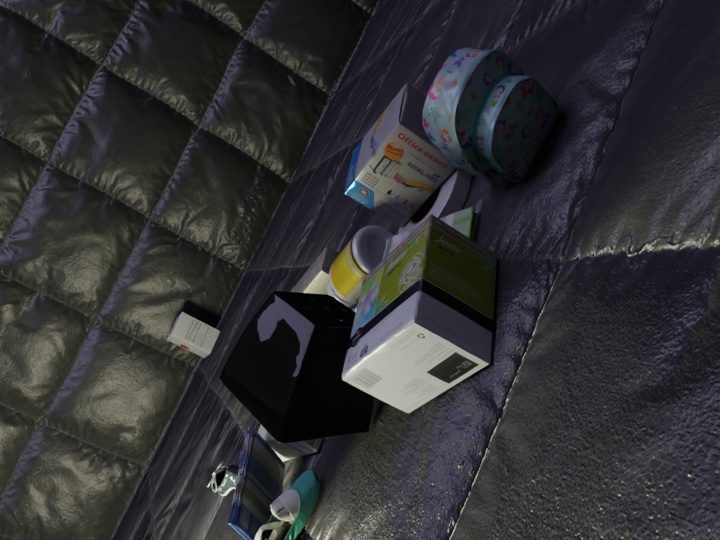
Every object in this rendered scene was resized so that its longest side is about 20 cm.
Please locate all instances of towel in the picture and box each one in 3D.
[{"bbox_3d":[-0.193,0.422,1.232,0.023,0.148,0.202,-17,40,17],"label":"towel"},{"bbox_3d":[0.114,-0.021,1.125,0.198,0.031,0.151,-18,44,40],"label":"towel"}]

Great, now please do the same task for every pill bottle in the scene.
[{"bbox_3d":[0.000,0.000,1.344,0.200,0.111,0.114,-47,21,54],"label":"pill bottle"}]

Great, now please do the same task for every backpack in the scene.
[{"bbox_3d":[0.199,-0.243,1.011,0.150,0.199,0.180,29,89,53],"label":"backpack"}]

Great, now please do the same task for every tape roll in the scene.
[{"bbox_3d":[0.143,-0.130,1.270,0.204,0.037,0.204,-53,20,28],"label":"tape roll"}]

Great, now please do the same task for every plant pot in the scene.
[{"bbox_3d":[-0.086,0.144,1.068,0.198,0.198,0.181,31,108,43],"label":"plant pot"}]

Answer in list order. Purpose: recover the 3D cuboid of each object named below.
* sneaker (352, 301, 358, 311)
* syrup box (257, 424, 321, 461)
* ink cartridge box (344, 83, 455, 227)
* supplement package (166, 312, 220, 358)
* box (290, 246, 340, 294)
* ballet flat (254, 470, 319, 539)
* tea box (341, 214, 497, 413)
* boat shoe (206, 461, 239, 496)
[{"bbox_3d":[0.003,0.129,1.252,0.071,0.072,0.202,13,62,32],"label":"sneaker"},{"bbox_3d":[-0.144,0.330,1.321,0.199,0.081,0.080,-35,28,54],"label":"syrup box"},{"bbox_3d":[0.085,-0.223,1.269,0.200,0.146,0.146,-47,22,40],"label":"ink cartridge box"},{"bbox_3d":[-0.774,0.301,2.992,0.121,0.198,0.121,-33,32,57],"label":"supplement package"},{"bbox_3d":[-0.110,0.042,1.667,0.200,0.077,0.096,-47,22,40],"label":"box"},{"bbox_3d":[-0.139,0.445,1.135,0.067,0.070,0.203,27,90,43],"label":"ballet flat"},{"bbox_3d":[0.088,0.068,0.960,0.200,0.132,0.199,-44,24,45],"label":"tea box"},{"bbox_3d":[-0.342,0.524,1.629,0.199,0.061,0.076,-33,34,58],"label":"boat shoe"}]
